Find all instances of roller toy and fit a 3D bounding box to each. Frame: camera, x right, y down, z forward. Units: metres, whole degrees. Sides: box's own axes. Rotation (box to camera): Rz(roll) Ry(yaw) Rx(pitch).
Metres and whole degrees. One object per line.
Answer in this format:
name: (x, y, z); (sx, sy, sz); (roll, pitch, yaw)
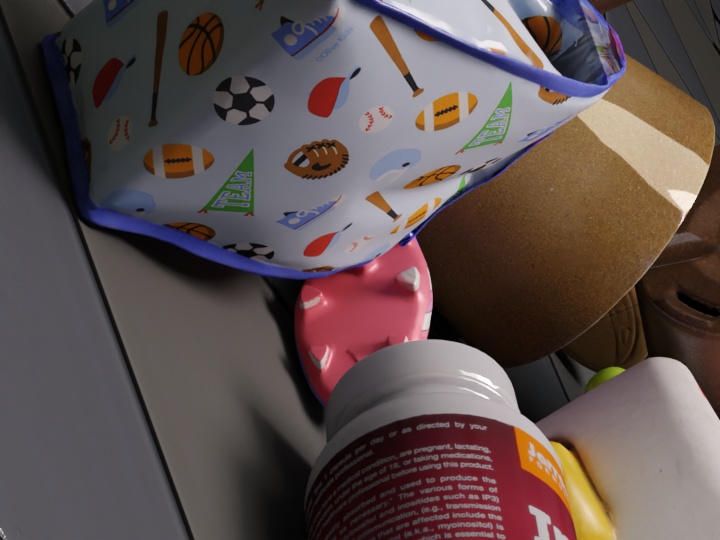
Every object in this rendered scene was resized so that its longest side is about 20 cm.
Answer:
roller toy: (0.144, 0.151, 1.235); (0.183, 0.140, 0.200); (59, 6, -1)

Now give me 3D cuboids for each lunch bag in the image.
lunch bag: (-0.006, -0.083, 1.051); (0.200, 0.170, 0.124); (20, 44, -42)

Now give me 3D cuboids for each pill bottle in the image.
pill bottle: (0.035, 0.124, 1.003); (0.113, 0.113, 0.200); (49, 21, -36)

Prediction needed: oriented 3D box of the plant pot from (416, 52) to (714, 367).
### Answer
plant pot: (0.057, -0.082, 1.327); (0.200, 0.186, 0.186); (40, 23, -19)

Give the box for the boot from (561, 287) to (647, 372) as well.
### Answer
boot: (0.131, -0.040, 1.615); (0.200, 0.073, 0.155); (52, 21, -13)

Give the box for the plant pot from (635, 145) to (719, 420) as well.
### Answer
plant pot: (0.244, 0.043, 1.375); (0.200, 0.200, 0.198); (-101, 170, -45)

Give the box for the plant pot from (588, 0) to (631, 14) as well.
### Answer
plant pot: (0.055, -0.205, 1.437); (0.200, 0.198, 0.200); (52, 19, -26)

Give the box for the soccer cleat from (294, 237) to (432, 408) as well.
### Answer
soccer cleat: (0.000, 0.000, 1.194); (0.077, 0.067, 0.200); (79, 3, -49)
